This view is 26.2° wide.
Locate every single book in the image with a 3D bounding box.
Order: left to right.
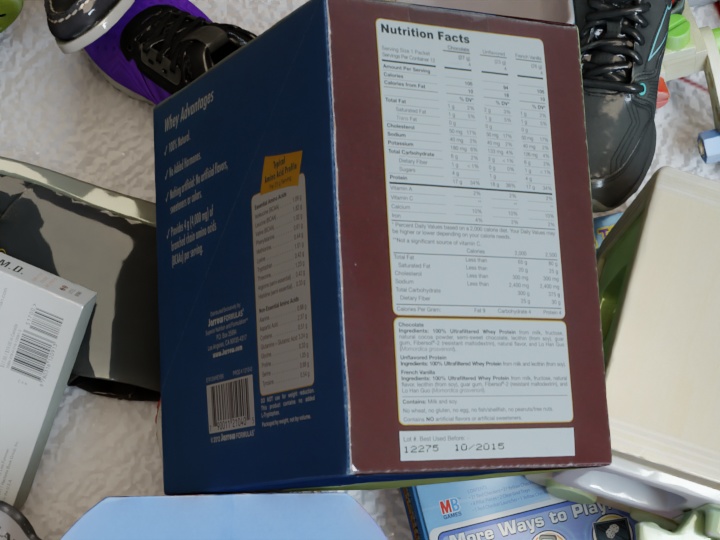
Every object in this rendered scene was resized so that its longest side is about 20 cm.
[{"bbox_3d":[-0.255,0.035,0.824,0.199,0.048,0.134,23,107,2],"label":"book"}]

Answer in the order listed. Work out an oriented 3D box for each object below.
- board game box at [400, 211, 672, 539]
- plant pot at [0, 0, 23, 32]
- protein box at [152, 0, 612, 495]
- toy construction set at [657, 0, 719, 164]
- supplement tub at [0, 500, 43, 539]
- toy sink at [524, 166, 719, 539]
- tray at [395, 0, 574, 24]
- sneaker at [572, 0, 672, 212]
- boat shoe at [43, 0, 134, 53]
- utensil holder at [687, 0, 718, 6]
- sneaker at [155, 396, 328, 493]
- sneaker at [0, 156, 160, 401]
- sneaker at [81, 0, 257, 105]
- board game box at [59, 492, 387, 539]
[{"bbox_3d":[0.113,0.078,0.872,0.199,0.056,0.197,-12,74,-8],"label":"board game box"},{"bbox_3d":[-0.282,-0.215,0.868,0.199,0.200,0.194,-21,88,-11],"label":"plant pot"},{"bbox_3d":[0.000,0.000,0.733,0.134,0.198,0.201,3,79,-29],"label":"protein box"},{"bbox_3d":[0.155,-0.095,0.908,0.199,0.092,0.132,-7,59,-12],"label":"toy construction set"},{"bbox_3d":[-0.249,0.161,0.782,0.199,0.123,0.123,16,73,0],"label":"supplement tub"},{"bbox_3d":[0.156,0.070,0.781,0.111,0.130,0.201,17,74,0],"label":"toy sink"},{"bbox_3d":[0.070,-0.151,0.880,0.107,0.200,0.022,-20,117,16],"label":"tray"},{"bbox_3d":[0.130,-0.127,0.838,0.075,0.079,0.201,7,63,9],"label":"sneaker"},{"bbox_3d":[-0.155,-0.209,0.893,0.074,0.060,0.201,-17,45,28],"label":"boat shoe"},{"bbox_3d":[0.202,-0.275,0.910,0.169,0.200,0.171,1,74,-4],"label":"utensil holder"},{"bbox_3d":[-0.039,0.135,0.826,0.078,0.082,0.200,-35,80,-14],"label":"sneaker"},{"bbox_3d":[-0.184,0.003,0.859,0.199,0.075,0.107,14,73,-2],"label":"sneaker"},{"bbox_3d":[-0.092,-0.120,0.888,0.200,0.100,0.070,41,74,11],"label":"sneaker"},{"bbox_3d":[-0.074,0.180,0.751,0.199,0.039,0.159,1,98,-21],"label":"board game box"}]
